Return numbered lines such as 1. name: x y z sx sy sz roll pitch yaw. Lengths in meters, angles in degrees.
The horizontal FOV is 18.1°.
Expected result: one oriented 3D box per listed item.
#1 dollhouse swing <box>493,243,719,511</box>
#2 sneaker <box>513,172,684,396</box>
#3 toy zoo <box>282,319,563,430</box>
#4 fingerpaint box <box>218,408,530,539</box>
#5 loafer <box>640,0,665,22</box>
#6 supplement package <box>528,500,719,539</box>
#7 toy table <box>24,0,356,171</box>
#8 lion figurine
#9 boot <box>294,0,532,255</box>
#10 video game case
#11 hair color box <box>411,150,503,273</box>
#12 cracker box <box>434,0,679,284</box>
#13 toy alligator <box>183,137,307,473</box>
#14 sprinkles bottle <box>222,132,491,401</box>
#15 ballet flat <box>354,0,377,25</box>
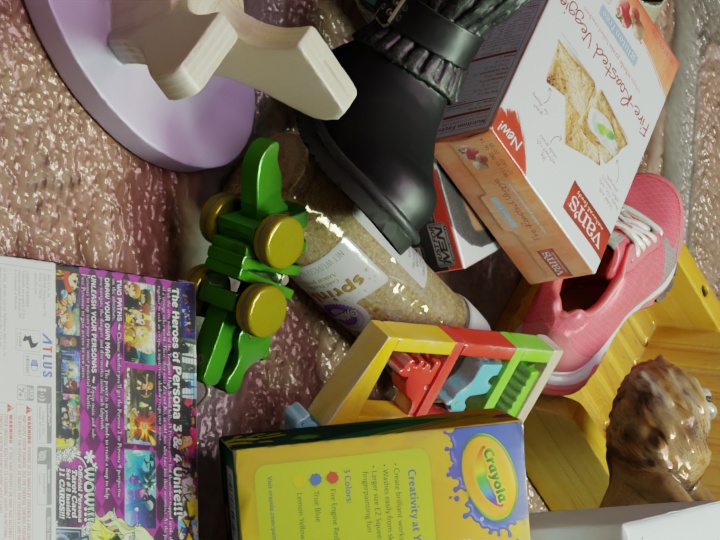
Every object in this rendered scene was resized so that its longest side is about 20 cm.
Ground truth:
1. dollhouse swing: 0.220 0.065 1.545 0.182 0.175 0.200 56 46 -27
2. sneaker: 0.170 -0.005 1.503 0.200 0.074 0.087 -53 167 -35
3. toy zoo: 0.028 0.093 1.365 0.200 0.020 0.132 7 117 -48
4. fingerpaint box: 0.012 0.186 1.271 0.166 0.073 0.201 -6 94 -10
5. loafer: 0.178 -0.180 1.612 0.075 0.068 0.201 0 93 -50
6. supplement package: 0.117 0.208 1.372 0.117 0.199 0.118 -3 85 -50
7. toy table: -0.091 -0.151 1.256 0.200 0.117 0.184 44 53 -34
8. lion figurine: 0.176 0.163 1.445 0.072 0.122 0.201 11 114 -46
9. boot: 0.041 -0.115 1.313 0.079 0.158 0.211 44 14 -31
10. video game case: -0.158 0.096 1.191 0.181 0.036 0.201 8 77 -49
11. hair color box: 0.087 -0.073 1.501 0.200 0.061 0.102 -29 106 -48
12. cracker box: 0.129 -0.110 1.465 0.134 0.058 0.200 51 48 -31
13. toy alligator: -0.066 0.025 1.278 0.054 0.059 0.201 10 96 -47
14. sprinkles bottle: 0.000 0.000 1.376 0.200 0.068 0.068 44 52 -35
15. ballet flat: 0.039 -0.231 1.482 0.072 0.072 0.201 39 55 -39
